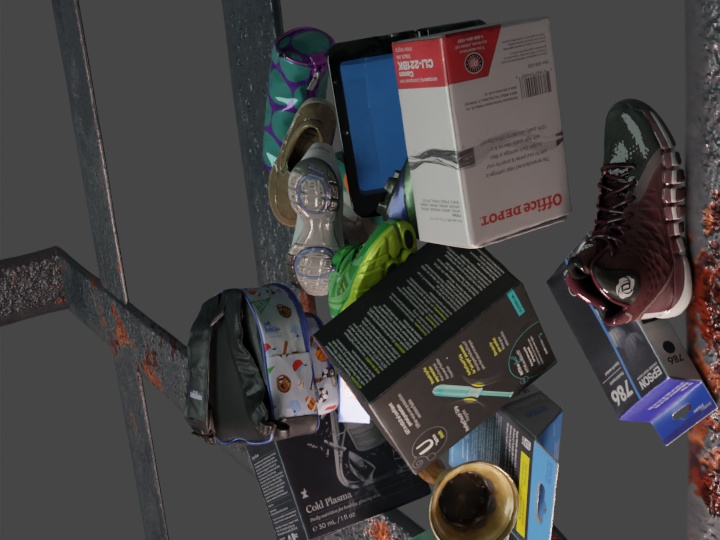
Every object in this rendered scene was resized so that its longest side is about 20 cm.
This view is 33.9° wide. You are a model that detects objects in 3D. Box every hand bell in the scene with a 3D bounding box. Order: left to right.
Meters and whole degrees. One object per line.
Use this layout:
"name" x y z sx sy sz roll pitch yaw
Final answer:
"hand bell" 0.100 0.245 1.368 0.200 0.103 0.105 -154 52 -75

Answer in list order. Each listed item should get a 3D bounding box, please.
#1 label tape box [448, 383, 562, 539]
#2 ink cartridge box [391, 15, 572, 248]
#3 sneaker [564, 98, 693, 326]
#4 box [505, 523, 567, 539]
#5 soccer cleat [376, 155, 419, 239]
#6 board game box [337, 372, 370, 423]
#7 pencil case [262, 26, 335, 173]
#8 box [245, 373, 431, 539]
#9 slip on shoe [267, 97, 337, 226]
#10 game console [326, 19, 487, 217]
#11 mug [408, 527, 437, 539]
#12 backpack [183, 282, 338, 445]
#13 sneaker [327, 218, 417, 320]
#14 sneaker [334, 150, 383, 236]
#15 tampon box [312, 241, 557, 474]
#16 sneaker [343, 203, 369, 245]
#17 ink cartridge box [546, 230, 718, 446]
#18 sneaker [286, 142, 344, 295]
"label tape box" 0.179 0.206 1.325 0.200 0.063 0.145 41 140 49
"ink cartridge box" 0.122 -0.136 1.158 0.083 0.143 0.202 6 109 53
"sneaker" 0.226 -0.045 1.043 0.075 0.115 0.202 -4 100 63
"box" 0.231 0.381 1.345 0.200 0.037 0.138 47 142 44
"soccer cleat" 0.087 -0.122 1.254 0.083 0.065 0.201 27 118 5
"board game box" -0.001 0.075 1.519 0.201 0.044 0.153 -82 -6 -61
"pencil case" -0.085 -0.222 1.592 0.093 0.084 0.201 -121 29 -41
"box" -0.039 0.254 1.624 0.124 0.198 0.198 -41 68 60
"slip on shoe" -0.078 -0.132 1.566 0.061 0.075 0.201 -77 10 -52
"game console" 0.064 -0.161 1.298 0.175 0.115 0.202 12 115 61
"mug" 0.086 0.397 1.473 0.115 0.184 0.152 61 140 19
"backpack" -0.121 0.112 1.462 0.199 0.153 0.193 -12 91 51
"sneaker" 0.000 0.000 1.309 0.084 0.073 0.200 62 148 22
"sneaker" 0.021 -0.108 1.477 0.200 0.071 0.080 52 128 45
"tampon box" 0.080 0.083 1.256 0.126 0.199 0.150 47 171 44
"sneaker" -0.009 -0.057 1.543 0.201 0.086 0.075 -110 28 -54
"ink cartridge box" 0.256 0.067 1.133 0.201 0.039 0.100 63 151 21
"sneaker" -0.045 -0.059 1.413 0.087 0.074 0.202 -74 -8 -54
